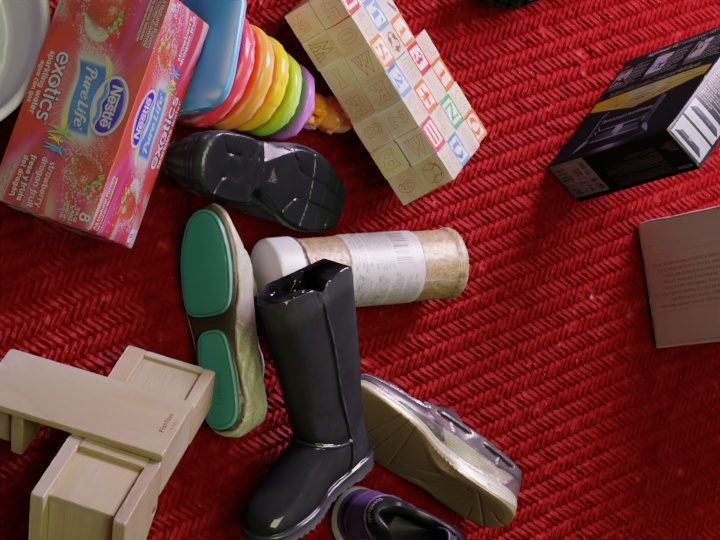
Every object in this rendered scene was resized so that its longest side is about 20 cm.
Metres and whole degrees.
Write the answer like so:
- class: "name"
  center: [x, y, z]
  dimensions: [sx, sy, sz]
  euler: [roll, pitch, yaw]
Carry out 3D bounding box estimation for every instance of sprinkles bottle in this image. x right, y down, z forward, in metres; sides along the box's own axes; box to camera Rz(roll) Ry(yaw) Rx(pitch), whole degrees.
- class: "sprinkles bottle"
  center: [0.000, 0.000, 1.611]
  dimensions: [0.198, 0.068, 0.069]
  euler: [-4, 88, -30]

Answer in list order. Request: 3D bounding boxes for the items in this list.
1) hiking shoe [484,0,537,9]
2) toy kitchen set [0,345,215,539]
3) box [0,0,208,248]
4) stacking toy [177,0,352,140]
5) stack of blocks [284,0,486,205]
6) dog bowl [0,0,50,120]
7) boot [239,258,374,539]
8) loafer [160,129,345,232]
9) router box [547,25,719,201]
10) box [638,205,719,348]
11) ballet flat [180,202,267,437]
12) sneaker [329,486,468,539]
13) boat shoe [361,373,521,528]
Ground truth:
- class: "hiking shoe"
  center: [0.178, -0.313, 1.747]
  dimensions: [0.199, 0.074, 0.087]
  euler: [-24, 90, -39]
- class: "toy kitchen set"
  center: [-0.235, 0.181, 1.471]
  dimensions: [0.162, 0.182, 0.200]
  euler: [16, 35, 9]
- class: "box"
  center: [-0.208, -0.130, 1.446]
  dimensions: [0.095, 0.100, 0.202]
  euler: [19, 87, 15]
- class: "stacking toy"
  center: [-0.082, -0.157, 1.572]
  dimensions: [0.199, 0.115, 0.111]
  euler: [21, 72, -41]
- class: "stack of blocks"
  center: [0.026, -0.175, 1.618]
  dimensions: [0.201, 0.058, 0.115]
  euler: [57, 30, -12]
- class: "dog bowl"
  center: [-0.351, -0.197, 1.420]
  dimensions: [0.198, 0.079, 0.203]
  euler: [3, 84, -30]
- class: "boot"
  center: [-0.056, 0.110, 1.521]
  dimensions: [0.165, 0.065, 0.202]
  euler: [-40, 134, -46]
- class: "loafer"
  center: [-0.091, -0.082, 1.565]
  dimensions: [0.199, 0.072, 0.074]
  euler: [22, 81, -48]
- class: "router box"
  center: [0.287, -0.152, 1.714]
  dimensions: [0.052, 0.200, 0.158]
  euler: [45, 67, -15]
- class: "box"
  center: [0.415, -0.004, 1.776]
  dimensions: [0.197, 0.199, 0.132]
  euler: [-6, 87, -30]
- class: "ballet flat"
  center: [-0.115, 0.043, 1.555]
  dimensions: [0.062, 0.067, 0.203]
  euler: [-6, 93, -56]
- class: "sneaker"
  center: [0.069, 0.263, 1.617]
  dimensions: [0.199, 0.087, 0.076]
  euler: [31, 71, -24]
- class: "boat shoe"
  center: [0.066, 0.156, 1.640]
  dimensions: [0.199, 0.072, 0.065]
  euler: [37, 45, -9]
